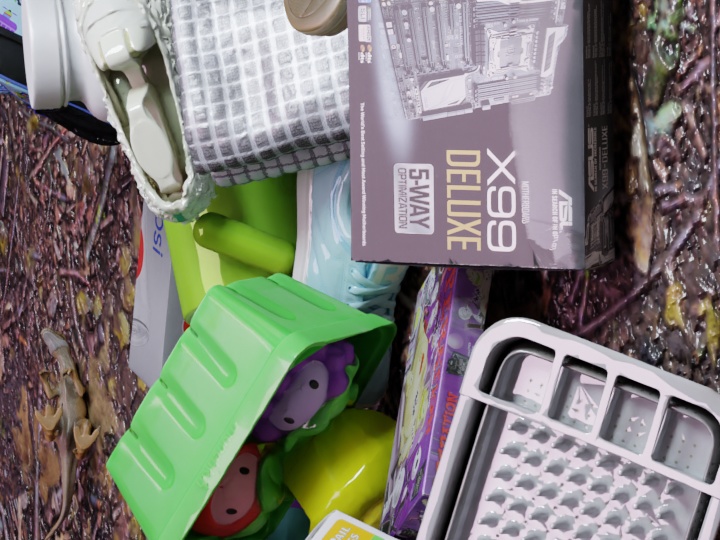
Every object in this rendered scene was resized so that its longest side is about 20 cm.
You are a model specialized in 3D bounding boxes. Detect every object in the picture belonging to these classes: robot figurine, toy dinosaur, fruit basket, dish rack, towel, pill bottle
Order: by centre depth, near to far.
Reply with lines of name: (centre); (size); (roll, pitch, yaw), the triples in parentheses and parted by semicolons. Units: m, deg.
dish rack: (0.124, 0.141, 1.390); (0.171, 0.043, 0.201); (21, 99, 24)
fruit basket: (-0.039, 0.126, 1.631); (0.215, 0.155, 0.217); (4, 97, 30)
towel: (-0.045, -0.170, 1.633); (0.086, 0.165, 0.201); (32, -134, -68)
pill bottle: (-0.141, -0.165, 1.755); (0.112, 0.199, 0.113); (175, 90, -79)
robot figurine: (-0.079, -0.009, 1.773); (0.175, 0.115, 0.201); (127, 132, -73)
toy dinosaur: (-0.267, 0.153, 2.246); (0.106, 0.060, 0.201); (160, 110, -87)

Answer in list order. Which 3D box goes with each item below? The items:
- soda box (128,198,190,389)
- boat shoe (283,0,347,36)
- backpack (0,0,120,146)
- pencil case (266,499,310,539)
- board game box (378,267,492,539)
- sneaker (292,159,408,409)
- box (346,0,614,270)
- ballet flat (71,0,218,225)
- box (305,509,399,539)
soda box: (-0.137, -0.002, 1.943); (0.068, 0.063, 0.201); (40, 129, 54)
boat shoe: (0.006, -0.229, 1.557); (0.072, 0.065, 0.201); (-6, 59, 38)
backpack: (-0.234, -0.207, 1.912); (0.134, 0.199, 0.183); (0, 72, 63)
pencil case: (-0.029, 0.213, 1.738); (0.200, 0.092, 0.085); (-133, 40, -52)
board game box: (0.048, 0.076, 1.533); (0.120, 0.032, 0.201); (125, 159, -58)
sneaker: (0.000, 0.000, 1.672); (0.082, 0.074, 0.201); (6, 105, 57)
box: (0.071, -0.102, 1.460); (0.157, 0.050, 0.201); (3, 98, 28)
ballet flat: (-0.148, -0.127, 1.660); (0.072, 0.072, 0.201); (-13, 99, 62)
box: (0.041, 0.249, 1.476); (0.199, 0.101, 0.113); (23, 144, 25)
